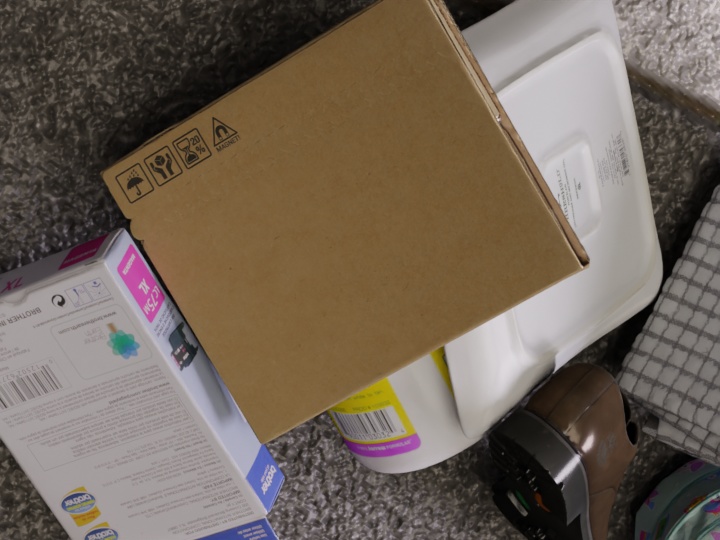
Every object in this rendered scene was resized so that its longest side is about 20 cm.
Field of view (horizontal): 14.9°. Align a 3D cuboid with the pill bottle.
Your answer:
[{"bbox_3d":[0.000,0.000,1.444,0.104,0.104,0.201,-31,112,-7],"label":"pill bottle"}]

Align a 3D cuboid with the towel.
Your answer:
[{"bbox_3d":[0.251,0.043,1.481,0.085,0.199,0.166,32,84,-43],"label":"towel"}]

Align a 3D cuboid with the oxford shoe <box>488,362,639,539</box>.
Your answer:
[{"bbox_3d":[0.119,0.107,1.485,0.073,0.200,0.084,40,74,15],"label":"oxford shoe"}]

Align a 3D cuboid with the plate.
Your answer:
[{"bbox_3d":[0.099,-0.040,1.442,0.200,0.032,0.201,-33,116,-47],"label":"plate"}]

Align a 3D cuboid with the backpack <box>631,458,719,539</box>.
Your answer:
[{"bbox_3d":[0.242,0.197,1.568,0.166,0.127,0.201,-30,109,-4],"label":"backpack"}]

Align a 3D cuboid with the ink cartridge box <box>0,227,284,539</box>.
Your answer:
[{"bbox_3d":[-0.124,0.082,1.432,0.119,0.042,0.201,-19,113,28],"label":"ink cartridge box"}]

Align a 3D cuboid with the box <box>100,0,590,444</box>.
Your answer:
[{"bbox_3d":[-0.010,-0.027,1.360,0.199,0.021,0.164,-29,94,22],"label":"box"}]
